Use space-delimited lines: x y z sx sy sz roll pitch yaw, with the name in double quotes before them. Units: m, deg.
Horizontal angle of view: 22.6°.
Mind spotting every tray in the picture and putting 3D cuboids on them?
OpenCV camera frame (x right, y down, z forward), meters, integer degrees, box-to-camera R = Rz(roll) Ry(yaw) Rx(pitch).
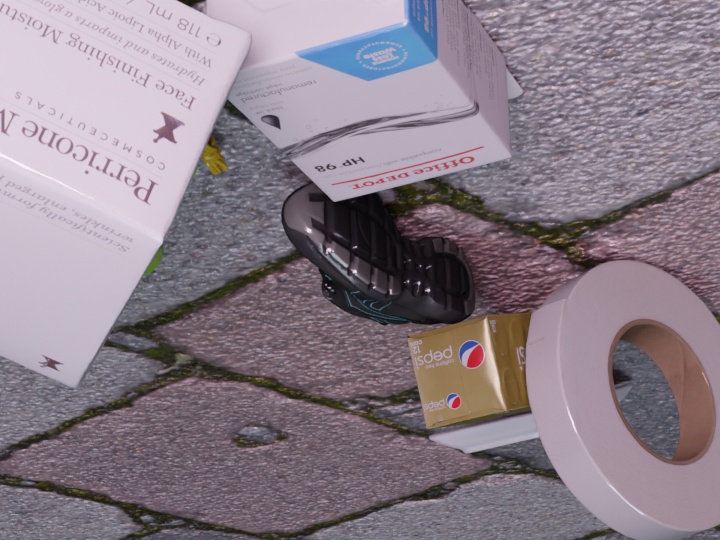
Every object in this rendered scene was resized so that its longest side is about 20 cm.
"tray" 0.144 0.121 1.461 0.107 0.022 0.200 -17 175 27

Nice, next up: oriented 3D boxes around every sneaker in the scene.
"sneaker" 0.000 0.000 1.202 0.079 0.076 0.200 -15 153 30

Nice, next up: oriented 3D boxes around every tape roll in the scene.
"tape roll" 0.201 0.090 1.275 0.202 0.204 0.037 15 151 -35

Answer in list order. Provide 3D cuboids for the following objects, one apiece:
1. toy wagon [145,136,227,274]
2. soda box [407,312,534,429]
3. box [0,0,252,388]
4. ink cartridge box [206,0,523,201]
"toy wagon" -0.176 -0.037 1.108 0.199 0.040 0.155 -29 151 6
"soda box" 0.107 0.069 1.298 0.064 0.068 0.200 -15 174 26
"box" -0.187 -0.065 0.898 0.198 0.131 0.200 25 149 -10
"ink cartridge box" 0.011 -0.101 0.989 0.115 0.067 0.200 -13 154 20
